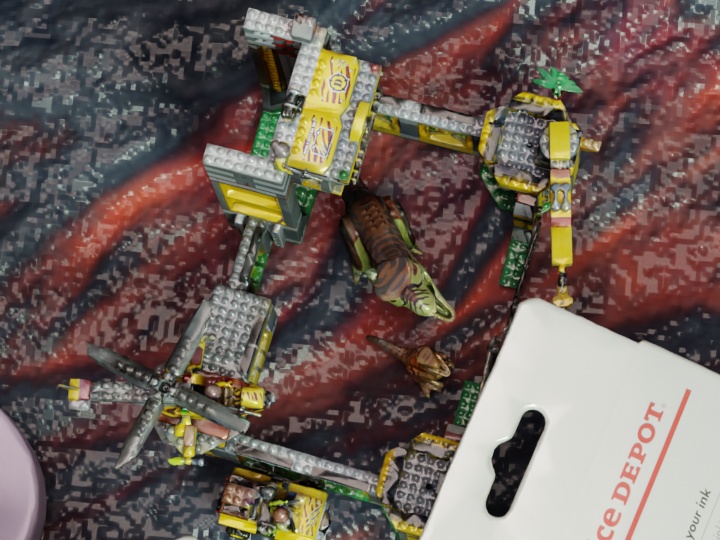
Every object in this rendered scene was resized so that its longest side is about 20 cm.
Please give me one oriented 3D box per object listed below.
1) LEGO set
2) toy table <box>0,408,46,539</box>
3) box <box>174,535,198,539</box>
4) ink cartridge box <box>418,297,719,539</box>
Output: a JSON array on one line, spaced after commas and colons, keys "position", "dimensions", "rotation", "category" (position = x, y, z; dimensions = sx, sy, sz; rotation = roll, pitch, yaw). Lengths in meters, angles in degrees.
[{"position": [0.000, 0.000, 0.957], "dimensions": [0.154, 0.116, 0.200], "rotation": [23, 80, 8], "category": "LEGO set"}, {"position": [-0.218, 0.078, 0.953], "dimensions": [0.200, 0.117, 0.184], "rotation": [-12, 78, -1], "category": "toy table"}, {"position": [-0.098, 0.212, 0.875], "dimensions": [0.200, 0.199, 0.171], "rotation": [-27, 77, -5], "category": "box"}, {"position": [0.120, 0.102, 0.939], "dimensions": [0.200, 0.068, 0.115], "rotation": [25, 79, -3], "category": "ink cartridge box"}]
